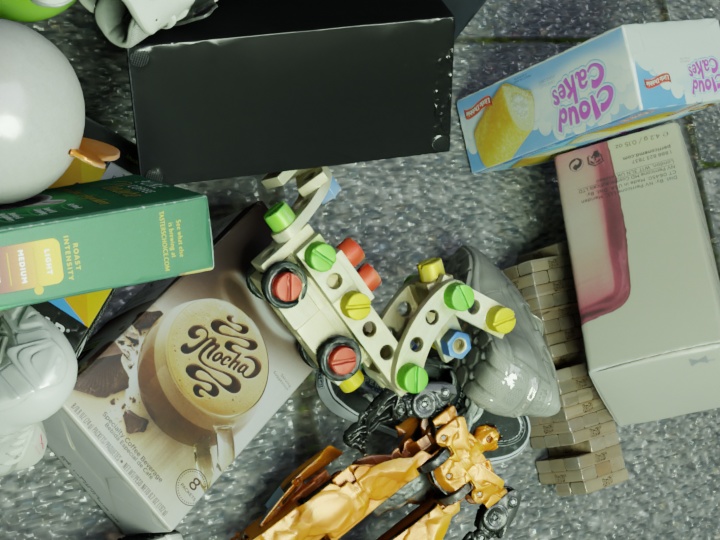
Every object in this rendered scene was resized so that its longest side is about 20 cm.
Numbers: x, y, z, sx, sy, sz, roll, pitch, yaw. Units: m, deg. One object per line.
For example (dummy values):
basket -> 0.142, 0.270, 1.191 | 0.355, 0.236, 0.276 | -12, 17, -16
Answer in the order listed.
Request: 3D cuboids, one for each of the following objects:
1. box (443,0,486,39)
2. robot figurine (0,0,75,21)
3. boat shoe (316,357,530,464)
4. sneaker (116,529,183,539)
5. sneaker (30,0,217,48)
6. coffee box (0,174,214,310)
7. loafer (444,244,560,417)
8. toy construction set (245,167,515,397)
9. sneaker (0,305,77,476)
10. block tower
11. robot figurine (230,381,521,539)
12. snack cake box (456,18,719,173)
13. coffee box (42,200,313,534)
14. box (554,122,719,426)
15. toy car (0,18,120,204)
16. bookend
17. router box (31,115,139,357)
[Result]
box -> 0.054, -0.271, 0.996 | 0.201, 0.046, 0.160 | -53, 137, -31
robot figurine -> -0.235, -0.212, 0.740 | 0.176, 0.198, 0.117 | -46, 135, -36
boat shoe -> 0.064, 0.100, 0.946 | 0.198, 0.068, 0.074 | 27, 65, -27
sneaker -> -0.187, 0.220, 0.742 | 0.198, 0.073, 0.081 | -12, 88, -36
sneaker -> -0.115, -0.170, 0.699 | 0.199, 0.074, 0.090 | -3, 114, -55
coffee box -> -0.188, -0.011, 0.644 | 0.198, 0.123, 0.045 | -12, 104, -28
loafer -> 0.101, 0.046, 0.930 | 0.069, 0.070, 0.201 | 24, 25, -19
toy construction set -> 0.000, 0.000, 0.812 | 0.131, 0.092, 0.201 | -41, 97, -13
sneaker -> -0.204, 0.073, 0.693 | 0.099, 0.199, 0.079 | 40, 57, -31
block tower -> 0.164, 0.082, 1.028 | 0.057, 0.054, 0.203 | -9, 84, -36
robot figurine -> 0.015, 0.168, 0.863 | 0.199, 0.058, 0.146 | -35, 101, -13
snack cake box -> 0.186, -0.139, 1.004 | 0.114, 0.199, 0.068 | -10, 85, -35
coffee box -> -0.112, 0.063, 0.824 | 0.113, 0.079, 0.200 | 51, 56, -14
box -> 0.235, 0.006, 1.006 | 0.128, 0.108, 0.202 | 50, 31, -55
toy car -> -0.218, -0.097, 0.636 | 0.199, 0.176, 0.186 | 26, 94, -42
bookend -> -0.060, -0.152, 0.813 | 0.197, 0.199, 0.093 | -8, 124, -12
router box -> -0.231, -0.044, 0.745 | 0.198, 0.051, 0.150 | 29, 59, -6
